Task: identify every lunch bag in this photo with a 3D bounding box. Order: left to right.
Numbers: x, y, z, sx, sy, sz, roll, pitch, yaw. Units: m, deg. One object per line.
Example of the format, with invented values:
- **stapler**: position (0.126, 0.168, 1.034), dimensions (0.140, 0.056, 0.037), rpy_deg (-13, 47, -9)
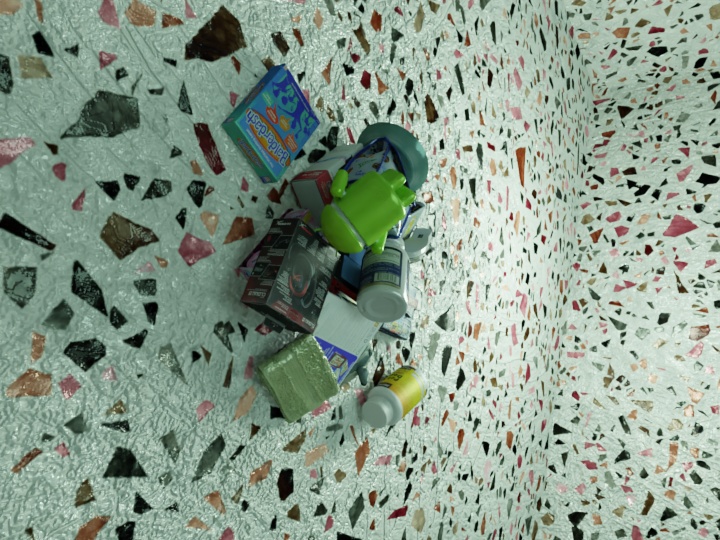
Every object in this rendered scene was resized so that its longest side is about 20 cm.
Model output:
- **lunch bag**: position (0.047, -0.188, 1.203), dimensions (0.170, 0.123, 0.200), rpy_deg (66, 32, -31)

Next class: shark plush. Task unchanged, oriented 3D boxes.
- **shark plush**: position (-0.009, 0.193, 1.272), dimensions (0.083, 0.091, 0.200), rpy_deg (16, 111, -27)

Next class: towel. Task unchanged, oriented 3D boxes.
- **towel**: position (-0.126, 0.232, 1.128), dimensions (0.148, 0.036, 0.200), rpy_deg (-34, 129, -18)

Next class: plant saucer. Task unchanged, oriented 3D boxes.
- **plant saucer**: position (0.069, -0.264, 1.299), dimensions (0.036, 0.199, 0.200), rpy_deg (-54, 131, -38)

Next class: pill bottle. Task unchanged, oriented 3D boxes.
- **pill bottle**: position (0.054, 0.009, 1.181), dimensions (0.111, 0.111, 0.200), rpy_deg (57, 28, -37)
- **pill bottle**: position (0.091, 0.341, 1.420), dimensions (0.200, 0.109, 0.110), rpy_deg (-26, 111, -51)

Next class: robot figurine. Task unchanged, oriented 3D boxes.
- **robot figurine**: position (0.008, -0.114, 1.037), dimensions (0.200, 0.116, 0.176), rpy_deg (-38, 121, -1)

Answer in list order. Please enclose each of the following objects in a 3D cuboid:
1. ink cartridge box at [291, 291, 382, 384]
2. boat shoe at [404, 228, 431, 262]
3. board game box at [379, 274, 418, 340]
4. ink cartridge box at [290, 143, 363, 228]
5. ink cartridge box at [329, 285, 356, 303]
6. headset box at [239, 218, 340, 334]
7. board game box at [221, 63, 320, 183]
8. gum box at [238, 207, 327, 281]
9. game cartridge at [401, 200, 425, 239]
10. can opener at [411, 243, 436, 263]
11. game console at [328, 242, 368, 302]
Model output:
- **ink cartridge box**: position (-0.071, 0.154, 1.177), dimensions (0.200, 0.043, 0.198), rpy_deg (34, 92, -44)
- **boat shoe**: position (0.153, -0.056, 1.449), dimensions (0.200, 0.071, 0.070), rpy_deg (-52, 147, -63)
- **board game box**: position (0.104, 0.078, 1.458), dimensions (0.200, 0.062, 0.201), rpy_deg (29, 70, -54)
- **ink cartridge box**: position (-0.053, -0.190, 1.233), dimensions (0.200, 0.083, 0.146), rpy_deg (-48, 127, -41)
- **ink cartridge box**: position (-0.048, 0.059, 1.260), dimensions (0.200, 0.067, 0.117), rpy_deg (-14, 101, -52)
- **headset box**: position (-0.134, 0.021, 1.024), dimensions (0.149, 0.075, 0.201), rpy_deg (41, 60, -47)
- **board game box**: position (-0.178, -0.304, 1.095), dimensions (0.152, 0.045, 0.200), rpy_deg (55, 50, -38)
- **gum box**: position (-0.152, -0.032, 1.117), dimensions (0.200, 0.066, 0.114), rpy_deg (-57, 133, -35)
- **game cartridge**: position (0.113, -0.113, 1.422), dimensions (0.134, 0.040, 0.200), rpy_deg (-60, 170, 24)
- **can opener**: position (0.155, -0.059, 1.560), dimensions (0.200, 0.053, 0.067), rpy_deg (-12, 68, -52)
- **game console**: position (0.000, 0.000, 1.242), dimensions (0.200, 0.031, 0.177), rpy_deg (38, 41, -25)
